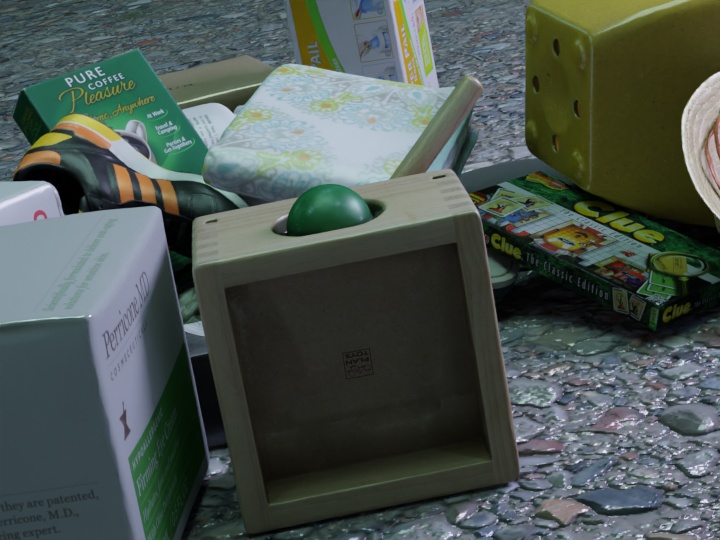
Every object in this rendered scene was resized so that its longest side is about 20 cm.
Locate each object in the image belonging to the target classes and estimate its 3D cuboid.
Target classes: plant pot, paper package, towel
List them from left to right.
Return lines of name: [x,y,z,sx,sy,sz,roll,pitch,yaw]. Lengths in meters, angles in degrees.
paper package: [-0.175,-0.137,1.753,0.199,0.104,0.191,-15,18,-13]
towel: [-0.008,-0.094,1.313,0.170,0.048,0.200,9,28,11]
plant pot: [0.231,-0.141,1.297,0.199,0.197,0.194,-8,22,-17]

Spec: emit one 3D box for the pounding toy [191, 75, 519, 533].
pounding toy: [0.004,0.014,1.000,0.183,0.201,0.142,-11,17,-2]

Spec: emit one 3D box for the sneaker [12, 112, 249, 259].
sneaker: [-0.171,-0.041,1.335,0.199,0.070,0.090,29,43,12]

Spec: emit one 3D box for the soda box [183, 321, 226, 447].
soda box: [-0.033,0.057,1.118,0.199,0.064,0.071,-12,17,-6]

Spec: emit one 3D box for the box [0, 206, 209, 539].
box: [-0.201,0.081,0.953,0.199,0.172,0.199,-8,17,7]

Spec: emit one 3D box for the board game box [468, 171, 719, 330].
board game box: [0.160,-0.017,1.215,0.104,0.024,0.200,-17,32,-40]

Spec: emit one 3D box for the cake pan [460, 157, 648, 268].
cake pan: [0.129,-0.050,1.405,0.199,0.037,0.200,-10,17,3]

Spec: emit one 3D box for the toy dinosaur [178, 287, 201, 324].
toy dinosaur: [-0.118,0.028,1.302,0.088,0.048,0.199,-28,29,-36]

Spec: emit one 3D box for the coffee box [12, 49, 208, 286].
coffee box: [-0.183,-0.080,1.442,0.123,0.200,0.044,-27,-16,-35]

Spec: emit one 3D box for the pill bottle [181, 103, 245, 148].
pill bottle: [-0.158,-0.082,1.548,0.199,0.114,0.113,-17,18,-18]

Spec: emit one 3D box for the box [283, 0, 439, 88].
box: [0.007,-0.186,1.634,0.101,0.201,0.113,-5,20,19]

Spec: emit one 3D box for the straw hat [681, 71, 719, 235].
straw hat: [0.291,-0.045,1.198,0.200,0.202,0.085,-21,-23,-31]

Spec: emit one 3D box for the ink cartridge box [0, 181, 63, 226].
ink cartridge box: [-0.287,0.037,1.191,0.083,0.146,0.200,1,21,40]

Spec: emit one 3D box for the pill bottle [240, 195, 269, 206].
pill bottle: [-0.026,-0.066,1.424,0.110,0.111,0.200,1,21,34]

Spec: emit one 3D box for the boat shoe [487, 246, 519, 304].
boat shoe: [0.053,-0.017,1.294,0.074,0.062,0.200,-4,27,-30]
